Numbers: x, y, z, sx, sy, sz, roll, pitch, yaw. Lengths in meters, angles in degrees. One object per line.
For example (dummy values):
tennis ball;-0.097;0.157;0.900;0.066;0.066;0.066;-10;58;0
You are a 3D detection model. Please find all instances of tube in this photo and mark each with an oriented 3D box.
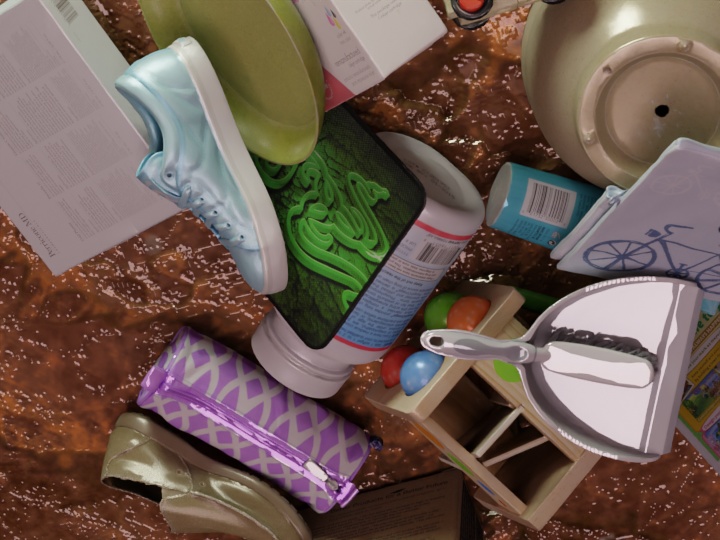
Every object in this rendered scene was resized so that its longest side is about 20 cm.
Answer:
tube;0.195;-0.029;1.334;0.200;0.050;0.078;18;113;-11

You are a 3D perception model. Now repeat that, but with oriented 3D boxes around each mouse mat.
mouse mat;-0.049;-0.060;1.325;0.200;0.008;0.161;48;117;26

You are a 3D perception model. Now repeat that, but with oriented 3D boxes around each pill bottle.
pill bottle;0.000;0.000;1.360;0.109;0.109;0.200;32;115;-9

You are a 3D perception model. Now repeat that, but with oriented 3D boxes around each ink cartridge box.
ink cartridge box;-0.001;0.260;1.455;0.200;0.165;0.075;-17;115;15
ink cartridge box;-0.039;-0.220;1.235;0.067;0.116;0.200;-38;98;-22

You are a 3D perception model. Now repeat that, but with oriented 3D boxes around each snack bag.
snack bag;0.256;-0.032;1.234;0.188;0.021;0.200;11;152;-13

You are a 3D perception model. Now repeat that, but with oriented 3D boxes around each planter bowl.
planter bowl;0.214;-0.132;1.258;0.200;0.135;0.201;2;116;5

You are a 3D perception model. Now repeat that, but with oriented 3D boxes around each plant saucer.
plant saucer;-0.089;-0.168;1.274;0.031;0.200;0.200;-38;113;-25

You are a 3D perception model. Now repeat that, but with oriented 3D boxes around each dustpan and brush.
dustpan and brush;0.142;0.062;1.273;0.200;0.057;0.140;10;100;1

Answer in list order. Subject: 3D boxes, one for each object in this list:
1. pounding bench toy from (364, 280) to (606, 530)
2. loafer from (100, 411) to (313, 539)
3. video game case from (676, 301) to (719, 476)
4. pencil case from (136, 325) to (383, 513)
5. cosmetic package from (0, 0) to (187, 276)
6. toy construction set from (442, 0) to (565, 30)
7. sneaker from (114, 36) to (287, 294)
pounding bench toy;0.125;0.068;1.368;0.156;0.124;0.200;43;81;-13
loafer;-0.131;0.193;1.462;0.200;0.067;0.076;28;158;17
video game case;0.327;0.072;1.338;0.200;0.022;0.182;-52;59;21
pencil case;-0.086;0.126;1.444;0.200;0.086;0.084;31;111;-7
cosmetic package;-0.233;-0.109;1.352;0.151;0.052;0.200;-25;111;28
toy construction set;0.097;-0.243;1.231;0.200;0.092;0.131;-18;85;16
sneaker;-0.122;-0.066;1.298;0.082;0.074;0.200;-25;94;-15
